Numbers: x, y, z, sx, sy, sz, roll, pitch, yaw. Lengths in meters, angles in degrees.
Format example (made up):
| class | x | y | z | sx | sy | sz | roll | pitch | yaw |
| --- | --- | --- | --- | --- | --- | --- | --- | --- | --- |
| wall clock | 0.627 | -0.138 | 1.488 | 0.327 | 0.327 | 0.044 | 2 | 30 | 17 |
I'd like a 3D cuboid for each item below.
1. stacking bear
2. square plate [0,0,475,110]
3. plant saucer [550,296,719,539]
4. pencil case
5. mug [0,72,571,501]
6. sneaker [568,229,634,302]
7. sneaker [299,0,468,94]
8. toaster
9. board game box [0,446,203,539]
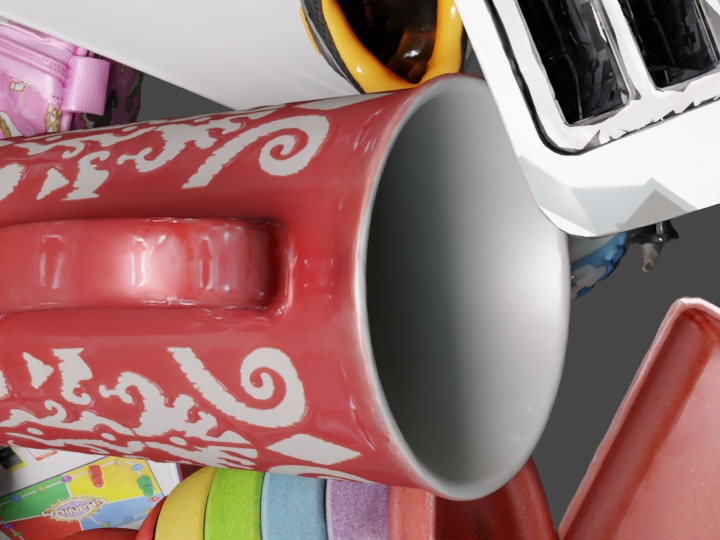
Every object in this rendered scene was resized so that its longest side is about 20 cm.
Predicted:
| class | x | y | z | sx | sy | sz | roll | pitch | yaw |
| --- | --- | --- | --- | --- | --- | --- | --- | --- | --- |
| stacking bear | -0.037 | 0.118 | 1.012 | 0.199 | 0.114 | 0.122 | -16 | 136 | 22 |
| square plate | -0.026 | -0.153 | 0.988 | 0.199 | 0.028 | 0.199 | 21 | 110 | -21 |
| plant saucer | 0.163 | 0.136 | 1.018 | 0.199 | 0.037 | 0.201 | 29 | 109 | 11 |
| pencil case | -0.177 | -0.091 | 1.062 | 0.199 | 0.087 | 0.083 | 17 | 127 | 13 |
| mug | -0.056 | -0.006 | 0.923 | 0.199 | 0.178 | 0.134 | -1 | 58 | 34 |
| sneaker | 0.000 | 0.000 | 1.019 | 0.199 | 0.075 | 0.087 | -21 | 88 | 10 |
| sneaker | -0.004 | -0.141 | 0.939 | 0.078 | 0.077 | 0.201 | -23 | 118 | 2 |
| toaster | 0.123 | -0.112 | 0.898 | 0.180 | 0.119 | 0.201 | -20 | 93 | 24 |
| board game box | -0.129 | 0.092 | 1.110 | 0.152 | 0.040 | 0.201 | -8 | 99 | 21 |
